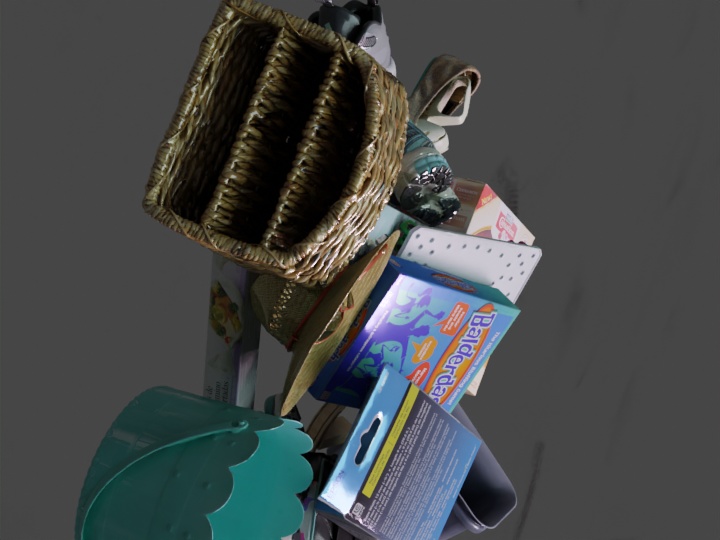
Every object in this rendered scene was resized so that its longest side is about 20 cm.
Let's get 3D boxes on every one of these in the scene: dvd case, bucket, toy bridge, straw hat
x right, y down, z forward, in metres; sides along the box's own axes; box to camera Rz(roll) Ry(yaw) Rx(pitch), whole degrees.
[{"bbox_3d":[0.000,0.000,1.611,0.146,0.022,0.200,-56,162,4],"label":"dvd case"},{"bbox_3d":[-0.145,0.205,1.434,0.207,0.134,0.208,-51,151,-43],"label":"bucket"},{"bbox_3d":[-0.034,0.176,1.781,0.067,0.027,0.200,-9,134,-55],"label":"toy bridge"},{"bbox_3d":[-0.050,0.023,1.458,0.201,0.085,0.201,-57,175,-8],"label":"straw hat"}]

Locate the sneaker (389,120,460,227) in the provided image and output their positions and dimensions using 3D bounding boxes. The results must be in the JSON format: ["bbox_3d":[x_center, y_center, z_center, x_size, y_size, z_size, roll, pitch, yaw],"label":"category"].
[{"bbox_3d":[0.054,-0.097,1.705,0.077,0.087,0.200,-24,162,-9],"label":"sneaker"}]

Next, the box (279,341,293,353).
[{"bbox_3d":[-0.009,0.037,1.770,0.159,0.046,0.200,-67,160,-9],"label":"box"}]

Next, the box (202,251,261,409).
[{"bbox_3d":[-0.118,0.066,1.523,0.041,0.039,0.201,-43,146,-53],"label":"box"}]

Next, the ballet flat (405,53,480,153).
[{"bbox_3d":[0.073,-0.162,1.776,0.200,0.067,0.068,-58,156,-32],"label":"ballet flat"}]

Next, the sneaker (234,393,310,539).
[{"bbox_3d":[-0.097,0.211,1.556,0.078,0.079,0.201,48,48,-63],"label":"sneaker"}]

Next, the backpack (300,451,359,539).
[{"bbox_3d":[-0.075,0.297,1.653,0.176,0.153,0.201,57,28,-67],"label":"backpack"}]

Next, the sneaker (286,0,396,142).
[{"bbox_3d":[-0.033,-0.182,1.490,0.200,0.077,0.140,-57,151,-44],"label":"sneaker"}]

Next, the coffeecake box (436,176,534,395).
[{"bbox_3d":[0.105,0.017,1.836,0.153,0.073,0.201,39,68,-55],"label":"coffeecake box"}]

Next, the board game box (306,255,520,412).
[{"bbox_3d":[0.050,0.071,1.631,0.200,0.045,0.152,16,112,-48],"label":"board game box"}]

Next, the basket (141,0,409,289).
[{"bbox_3d":[-0.060,-0.099,1.344,0.149,0.142,0.201,34,77,-57],"label":"basket"}]

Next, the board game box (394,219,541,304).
[{"bbox_3d":[0.072,0.045,1.685,0.200,0.026,0.200,8,117,-45],"label":"board game box"}]

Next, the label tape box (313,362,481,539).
[{"bbox_3d":[0.023,0.184,1.584,0.200,0.066,0.144,41,70,-47],"label":"label tape box"}]

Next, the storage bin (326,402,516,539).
[{"bbox_3d":[0.059,0.234,1.893,0.134,0.200,0.145,-37,175,27],"label":"storage bin"}]
